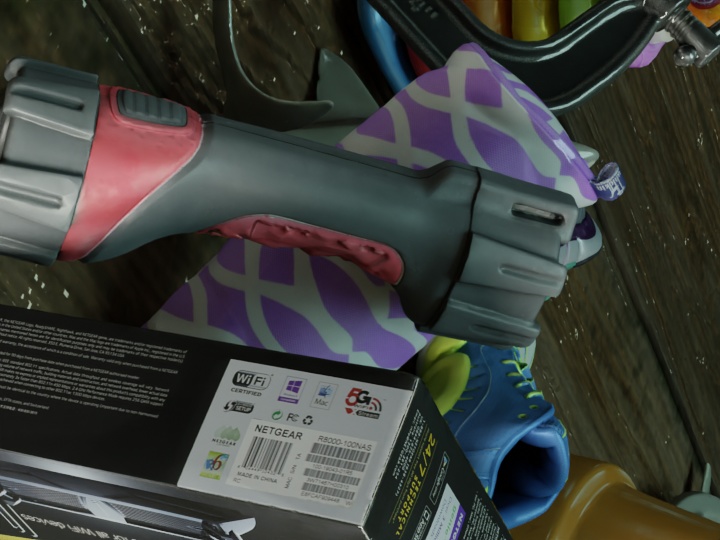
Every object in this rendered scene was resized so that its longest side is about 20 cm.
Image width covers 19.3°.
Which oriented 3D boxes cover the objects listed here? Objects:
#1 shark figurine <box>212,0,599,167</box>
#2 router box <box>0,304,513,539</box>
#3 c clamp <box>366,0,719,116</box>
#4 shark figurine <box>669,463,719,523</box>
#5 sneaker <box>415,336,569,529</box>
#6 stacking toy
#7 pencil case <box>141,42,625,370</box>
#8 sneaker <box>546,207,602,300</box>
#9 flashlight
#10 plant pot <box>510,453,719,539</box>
[{"bbox_3d":[-0.013,-0.065,0.906,0.214,0.128,0.090,15,57,-46],"label":"shark figurine"},{"bbox_3d":[-0.053,0.079,0.692,0.052,0.199,0.157,-67,151,-26],"label":"router box"},{"bbox_3d":[0.069,-0.145,0.900,0.171,0.200,0.027,-43,171,-25],"label":"c clamp"},{"bbox_3d":[0.246,0.185,1.438,0.214,0.089,0.129,42,59,-61],"label":"shark figurine"},{"bbox_3d":[0.067,0.080,1.041,0.200,0.105,0.076,-45,135,-51],"label":"sneaker"},{"bbox_3d":[0.106,-0.126,0.960,0.116,0.199,0.110,-69,151,-25],"label":"stacking toy"},{"bbox_3d":[0.000,0.000,0.812,0.200,0.084,0.085,-39,161,3],"label":"pencil case"},{"bbox_3d":[0.066,-0.030,1.071,0.200,0.074,0.088,-32,111,-69],"label":"sneaker"},{"bbox_3d":[-0.031,-0.016,0.727,0.068,0.199,0.068,153,-50,-69],"label":"flashlight"},{"bbox_3d":[0.162,0.210,1.178,0.200,0.183,0.201,-26,119,-60],"label":"plant pot"}]
